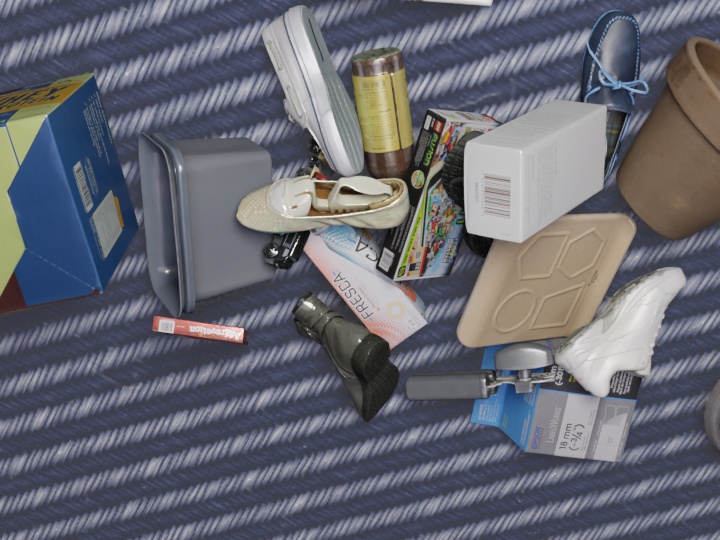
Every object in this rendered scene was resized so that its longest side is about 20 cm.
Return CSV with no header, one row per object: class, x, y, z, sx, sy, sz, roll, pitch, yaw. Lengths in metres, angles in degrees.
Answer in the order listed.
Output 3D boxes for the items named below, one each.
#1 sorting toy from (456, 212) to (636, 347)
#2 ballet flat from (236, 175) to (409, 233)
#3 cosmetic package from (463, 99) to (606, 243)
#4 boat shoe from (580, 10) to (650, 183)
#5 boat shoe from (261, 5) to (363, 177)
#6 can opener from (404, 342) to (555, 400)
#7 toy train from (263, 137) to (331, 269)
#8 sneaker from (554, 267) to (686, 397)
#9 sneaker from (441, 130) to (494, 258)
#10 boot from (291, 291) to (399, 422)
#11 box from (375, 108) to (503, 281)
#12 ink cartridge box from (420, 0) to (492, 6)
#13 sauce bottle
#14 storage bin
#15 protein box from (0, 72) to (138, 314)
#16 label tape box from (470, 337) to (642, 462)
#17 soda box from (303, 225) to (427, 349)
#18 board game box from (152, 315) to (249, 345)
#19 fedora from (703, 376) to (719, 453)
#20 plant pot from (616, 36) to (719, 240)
sorting toy,0.223,0.008,1.227,0.197,0.037,0.187,0,125,-30
ballet flat,-0.041,-0.083,1.128,0.196,0.068,0.063,-3,146,-10
cosmetic package,0.194,-0.113,1.096,0.073,0.199,0.104,14,118,34
boat shoe,0.295,-0.194,1.169,0.082,0.069,0.204,-1,112,-1
boat shoe,-0.055,-0.196,1.153,0.066,0.073,0.203,-20,84,25
can opener,0.151,0.127,1.278,0.197,0.053,0.068,-5,92,26
toy train,-0.057,-0.094,1.179,0.045,0.034,0.203,20,81,20
sneaker,0.336,0.079,1.249,0.199,0.078,0.100,-40,89,-7
sneaker,0.152,-0.098,1.176,0.075,0.091,0.201,25,155,29
boot,-0.021,0.105,1.283,0.130,0.068,0.201,34,156,24
box,0.093,-0.088,1.194,0.109,0.035,0.203,-5,121,-45
ink cartridge box,0.051,-0.371,1.086,0.196,0.084,0.148,3,112,-2
sauce bottle,0.031,-0.155,1.184,0.063,0.065,0.204,-7,111,2
storage bin,-0.179,-0.066,1.191,0.132,0.145,0.204,-11,114,-26
protein box,-0.355,-0.091,1.130,0.132,0.201,0.202,-11,112,4
label tape box,0.254,0.165,1.316,0.196,0.063,0.147,7,111,-4
soda box,0.000,0.000,1.247,0.068,0.064,0.201,-35,109,13
board game box,-0.187,0.074,1.208,0.101,0.200,0.020,9,84,-4
fedora,0.535,0.159,1.303,0.176,0.091,0.200,36,114,-12
plant pot,0.387,-0.132,1.146,0.199,0.202,0.175,33,125,-13
